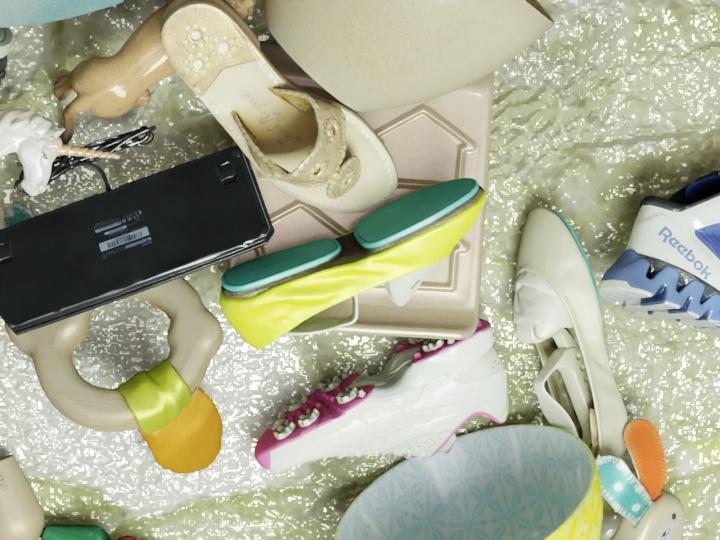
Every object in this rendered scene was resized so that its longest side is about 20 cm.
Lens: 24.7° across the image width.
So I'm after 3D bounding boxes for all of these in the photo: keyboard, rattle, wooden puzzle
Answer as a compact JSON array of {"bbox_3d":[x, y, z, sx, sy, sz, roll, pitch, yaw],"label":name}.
[{"bbox_3d":[-0.169,-0.041,1.137,0.198,0.021,0.128,-19,70,-4],"label":"keyboard"},{"bbox_3d":[-0.191,0.049,1.189,0.198,0.143,0.131,22,84,17],"label":"rattle"},{"bbox_3d":[0.232,0.230,1.202,0.129,0.143,0.202,0,113,-29],"label":"rattle"},{"bbox_3d":[-0.002,-0.056,1.181,0.183,0.046,0.202,3,90,-5],"label":"wooden puzzle"}]

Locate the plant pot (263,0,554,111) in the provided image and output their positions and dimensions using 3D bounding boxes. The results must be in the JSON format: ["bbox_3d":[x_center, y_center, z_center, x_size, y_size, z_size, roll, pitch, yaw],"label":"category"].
[{"bbox_3d":[0.013,-0.186,1.096,0.200,0.201,0.135,40,104,-12],"label":"plant pot"}]

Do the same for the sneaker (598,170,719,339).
[{"bbox_3d":[0.277,-0.008,1.207,0.198,0.080,0.116,20,82,-21],"label":"sneaker"}]

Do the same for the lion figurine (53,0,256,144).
[{"bbox_3d":[-0.140,-0.152,1.113,0.072,0.123,0.200,40,94,-12],"label":"lion figurine"}]

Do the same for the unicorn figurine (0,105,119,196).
[{"bbox_3d":[-0.286,-0.056,1.107,0.198,0.074,0.139,17,75,20],"label":"unicorn figurine"}]

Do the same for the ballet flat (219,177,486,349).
[{"bbox_3d":[0.000,0.000,1.133,0.198,0.067,0.068,-22,113,-2],"label":"ballet flat"}]

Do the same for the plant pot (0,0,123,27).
[{"bbox_3d":[-0.223,-0.257,1.037,0.198,0.195,0.199,11,81,-21],"label":"plant pot"}]

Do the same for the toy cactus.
[{"bbox_3d":[-0.246,0.220,1.195,0.198,0.102,0.167,-19,93,6],"label":"toy cactus"}]

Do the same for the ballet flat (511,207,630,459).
[{"bbox_3d":[0.148,0.056,1.210,0.069,0.069,0.202,-21,102,-2],"label":"ballet flat"}]

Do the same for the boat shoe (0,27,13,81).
[{"bbox_3d":[-0.339,-0.156,1.118,0.198,0.072,0.068,16,123,-4],"label":"boat shoe"}]

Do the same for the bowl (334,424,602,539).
[{"bbox_3d":[0.090,0.208,1.176,0.198,0.200,0.109,-23,110,-2],"label":"bowl"}]

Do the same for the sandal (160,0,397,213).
[{"bbox_3d":[-0.053,-0.089,1.078,0.077,0.070,0.212,-37,121,17],"label":"sandal"}]

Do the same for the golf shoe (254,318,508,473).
[{"bbox_3d":[0.020,0.111,1.209,0.199,0.075,0.092,-26,106,0],"label":"golf shoe"}]
